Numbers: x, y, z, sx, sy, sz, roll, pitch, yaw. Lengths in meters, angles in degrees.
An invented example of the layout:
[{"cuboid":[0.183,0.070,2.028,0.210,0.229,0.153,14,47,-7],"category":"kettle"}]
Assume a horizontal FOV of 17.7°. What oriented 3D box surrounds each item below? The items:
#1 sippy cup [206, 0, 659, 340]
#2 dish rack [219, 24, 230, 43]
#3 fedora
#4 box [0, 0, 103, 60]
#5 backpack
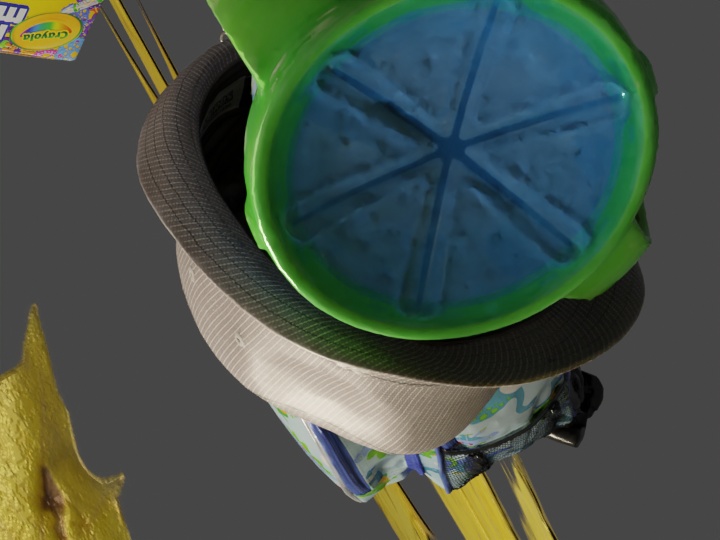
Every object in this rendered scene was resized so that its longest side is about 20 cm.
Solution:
[{"cuboid":[0.019,-0.067,0.787,0.131,0.139,0.179,-109,4,-57],"category":"sippy cup"},{"cuboid":[-0.034,-0.073,1.233,0.200,0.054,0.154,-87,-23,-59],"category":"dish rack"},{"cuboid":[0.000,0.000,0.869,0.200,0.176,0.091,43,134,23],"category":"fedora"},{"cuboid":[-0.198,-0.250,1.214,0.200,0.122,0.193,55,127,37],"category":"box"},{"cuboid":[0.012,0.006,1.036,0.183,0.147,0.200,57,172,17],"category":"backpack"}]
